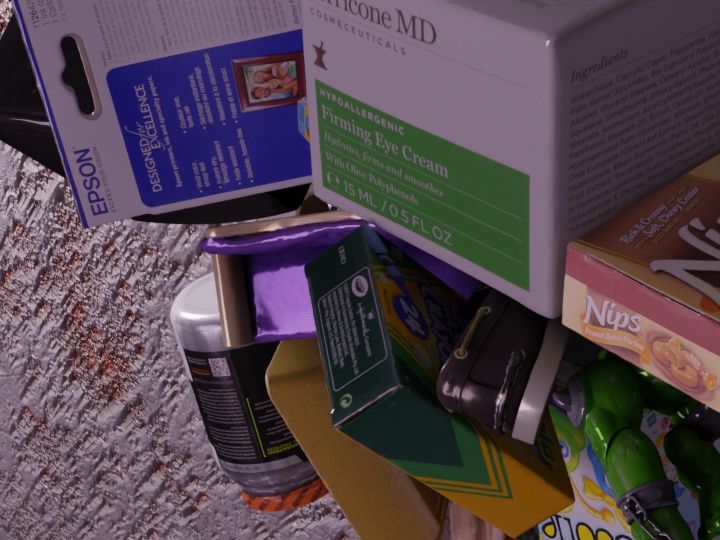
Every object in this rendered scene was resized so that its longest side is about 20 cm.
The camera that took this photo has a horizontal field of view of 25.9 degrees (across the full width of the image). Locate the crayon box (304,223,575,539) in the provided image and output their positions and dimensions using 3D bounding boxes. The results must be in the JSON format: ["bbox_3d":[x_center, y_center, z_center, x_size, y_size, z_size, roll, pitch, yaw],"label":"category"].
[{"bbox_3d":[0.057,0.073,0.928,0.052,0.200,0.126,-35,42,22],"label":"crayon box"}]

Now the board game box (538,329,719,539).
[{"bbox_3d":[0.183,0.124,1.051,0.103,0.105,0.200,21,130,45],"label":"board game box"}]

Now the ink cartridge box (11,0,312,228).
[{"bbox_3d":[-0.100,-0.140,0.966,0.047,0.200,0.198,-85,-17,-66],"label":"ink cartridge box"}]

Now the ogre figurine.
[{"bbox_3d":[0.192,0.073,0.893,0.120,0.200,0.098,44,169,12],"label":"ogre figurine"}]

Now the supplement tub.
[{"bbox_3d":[-0.085,0.103,1.377,0.122,0.122,0.200,12,123,49],"label":"supplement tub"}]

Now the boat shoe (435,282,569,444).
[{"bbox_3d":[0.090,0.025,0.894,0.060,0.201,0.072,16,117,7],"label":"boat shoe"}]

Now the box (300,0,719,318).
[{"bbox_3d":[0.102,-0.114,0.889,0.199,0.200,0.172,29,134,40],"label":"box"}]

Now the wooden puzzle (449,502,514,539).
[{"bbox_3d":[0.105,0.175,1.181,0.185,0.046,0.200,-92,6,-51],"label":"wooden puzzle"}]

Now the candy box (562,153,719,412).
[{"bbox_3d":[0.214,-0.010,0.820,0.115,0.200,0.055,30,136,38],"label":"candy box"}]

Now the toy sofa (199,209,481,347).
[{"bbox_3d":[0.000,0.000,1.022,0.200,0.098,0.083,-7,92,19],"label":"toy sofa"}]

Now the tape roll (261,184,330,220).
[{"bbox_3d":[0.002,-0.026,1.211,0.203,0.037,0.203,31,144,26],"label":"tape roll"}]

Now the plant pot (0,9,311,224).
[{"bbox_3d":[-0.118,-0.143,1.120,0.177,0.200,0.199,15,168,36],"label":"plant pot"}]

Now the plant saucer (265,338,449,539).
[{"bbox_3d":[0.016,0.112,1.171,0.048,0.200,0.200,-26,106,18],"label":"plant saucer"}]
